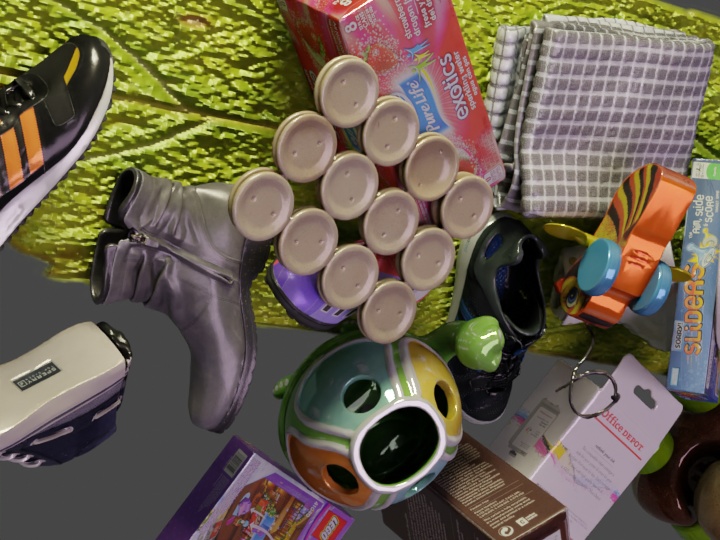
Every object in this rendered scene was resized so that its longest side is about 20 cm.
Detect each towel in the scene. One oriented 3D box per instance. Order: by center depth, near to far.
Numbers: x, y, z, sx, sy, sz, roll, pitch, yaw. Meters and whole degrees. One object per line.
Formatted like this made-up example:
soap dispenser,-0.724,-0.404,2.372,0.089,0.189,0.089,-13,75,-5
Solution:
towel,0.197,-0.124,1.437,0.199,0.086,0.166,-2,112,-34

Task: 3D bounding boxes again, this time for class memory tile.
memory tile,0.004,-0.049,1.250,0.200,0.017,0.154,41,83,-38

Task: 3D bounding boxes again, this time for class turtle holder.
turtle holder,0.030,0.117,1.377,0.185,0.132,0.142,-12,103,-14

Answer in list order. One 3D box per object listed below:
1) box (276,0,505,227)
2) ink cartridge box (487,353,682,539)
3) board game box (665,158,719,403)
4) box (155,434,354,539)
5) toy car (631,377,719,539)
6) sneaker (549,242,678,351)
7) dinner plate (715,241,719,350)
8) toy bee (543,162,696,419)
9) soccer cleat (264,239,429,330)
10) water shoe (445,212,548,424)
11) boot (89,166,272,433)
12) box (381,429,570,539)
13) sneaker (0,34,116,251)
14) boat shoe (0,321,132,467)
box,0.024,-0.141,1.301,0.095,0.100,0.201,-34,127,-17
ink cartridge box,0.193,0.166,1.582,0.200,0.067,0.116,-50,130,-2
board game box,0.306,0.012,1.522,0.135,0.034,0.201,27,70,-72
box,-0.113,0.251,1.430,0.200,0.039,0.137,-53,129,-3
toy car,0.368,0.203,1.633,0.158,0.200,0.164,-47,129,-7
sneaker,0.227,0.022,1.544,0.115,0.074,0.200,-11,151,9
dinner plate,0.335,-0.028,1.507,0.200,0.024,0.201,5,90,-74
toy bee,0.195,0.001,1.406,0.131,0.109,0.200,43,88,-22
soccer cleat,0.000,0.000,1.328,0.073,0.068,0.200,-39,162,25
water shoe,0.116,0.052,1.467,0.071,0.079,0.201,-15,119,-28
boot,-0.145,0.023,1.293,0.131,0.070,0.201,3,99,-32
box,0.092,0.207,1.446,0.075,0.200,0.101,-26,124,-25
sneaker,-0.248,-0.087,1.157,0.200,0.070,0.090,-52,133,0
boat shoe,-0.252,0.116,1.232,0.199,0.075,0.093,-23,141,-32
